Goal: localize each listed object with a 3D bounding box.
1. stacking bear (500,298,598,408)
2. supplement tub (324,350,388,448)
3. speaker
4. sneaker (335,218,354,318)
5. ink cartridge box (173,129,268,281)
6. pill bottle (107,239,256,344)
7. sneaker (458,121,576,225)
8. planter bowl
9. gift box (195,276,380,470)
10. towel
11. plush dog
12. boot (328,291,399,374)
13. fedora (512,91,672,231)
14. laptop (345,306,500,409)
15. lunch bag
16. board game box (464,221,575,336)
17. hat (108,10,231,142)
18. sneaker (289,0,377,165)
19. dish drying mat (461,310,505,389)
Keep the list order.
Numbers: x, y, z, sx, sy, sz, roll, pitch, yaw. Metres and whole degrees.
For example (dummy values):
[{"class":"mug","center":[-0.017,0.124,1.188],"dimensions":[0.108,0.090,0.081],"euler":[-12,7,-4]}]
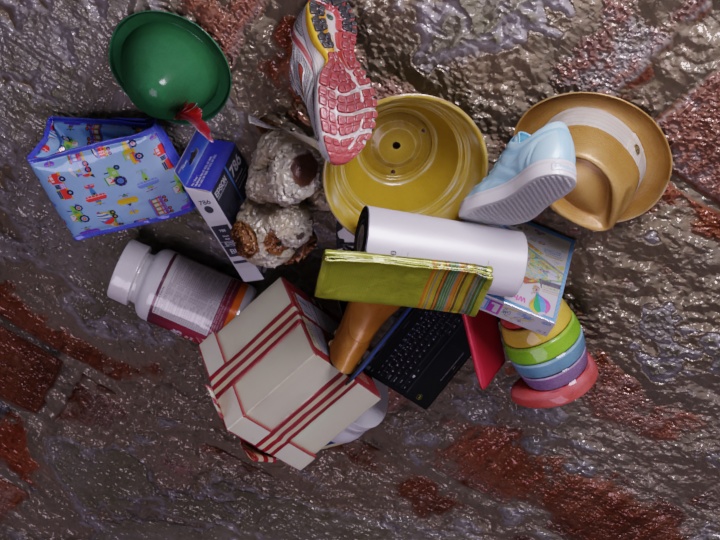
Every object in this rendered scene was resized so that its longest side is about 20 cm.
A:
[{"class":"stacking bear","center":[0.230,0.070,1.587],"dimensions":[0.113,0.121,0.202],"euler":[16,138,59]},{"class":"supplement tub","center":[-0.070,0.198,1.817],"dimensions":[0.199,0.146,0.145],"euler":[-21,124,38]},{"class":"speaker","center":[0.095,-0.021,1.413],"dimensions":[0.197,0.082,0.082],"euler":[8,140,-11]},{"class":"sneaker","center":[0.000,0.000,1.622],"dimensions":[0.075,0.088,0.202],"euler":[7,136,17]},{"class":"ink cartridge box","center":[-0.170,-0.090,1.587],"dimensions":[0.039,0.100,0.201],"euler":[-7,133,28]},{"class":"pill bottle","center":[-0.261,0.036,1.751],"dimensions":[0.198,0.110,0.110],"euler":[24,139,-3]},{"class":"sneaker","center":[0.181,-0.109,1.361],"dimensions":[0.073,0.083,0.199],"euler":[17,158,-27]},{"class":"planter bowl","center":[0.048,-0.134,1.438],"dimensions":[0.197,0.084,0.203],"euler":[-4,122,-7]},{"class":"gift box","center":[-0.117,0.138,1.646],"dimensions":[0.186,0.185,0.200],"euler":[-41,130,13]},{"class":"towel","center":[0.049,0.017,1.382],"dimensions":[0.197,0.018,0.087],"euler":[6,140,-8]},{"class":"plush dog","center":[-0.102,-0.086,1.504],"dimensions":[0.159,0.199,0.174],"euler":[29,101,28]},{"class":"boot","center":[0.009,0.066,1.510],"dimensions":[0.070,0.201,0.145],"euler":[26,94,-2]},{"class":"fedora","center":[0.264,-0.111,1.395],"dimensions":[0.198,0.082,0.202],"euler":[12,139,11]},{"class":"laptop","center":[0.089,0.102,1.596],"dimensions":[0.199,0.103,0.178],"euler":[33,102,-31]},{"class":"lunch bag","center":[-0.320,-0.130,1.618],"dimensions":[0.197,0.095,0.152],"euler":[-3,136,19]},{"class":"board game box","center":[0.161,-0.015,1.500],"dimensions":[0.198,0.136,0.034],"euler":[23,145,-1]},{"class":"hat","center":[-0.255,-0.200,1.445],"dimensions":[0.165,0.177,0.200],"euler":[32,138,-12]},{"class":"sneaker","center":[-0.036,-0.210,1.354],"dimensions":[0.077,0.203,0.082],"euler":[6,156,-31]},{"class":"dish drying mat","center":[0.153,0.050,1.579],"dimensions":[0.018,0.077,0.202],"euler":[1,118,32]}]
